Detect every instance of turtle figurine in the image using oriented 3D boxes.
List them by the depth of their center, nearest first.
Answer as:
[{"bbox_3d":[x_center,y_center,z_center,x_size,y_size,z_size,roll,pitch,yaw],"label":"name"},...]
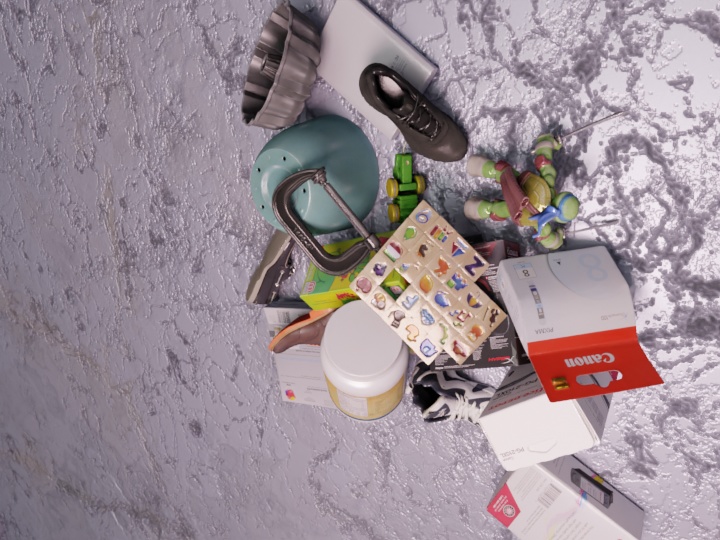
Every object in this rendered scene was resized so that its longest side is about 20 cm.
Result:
[{"bbox_3d":[0.252,-0.111,0.811,0.192,0.200,0.145,21,149,50],"label":"turtle figurine"}]

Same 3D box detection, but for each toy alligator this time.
[{"bbox_3d":[0.069,-0.146,0.934,0.054,0.058,0.206,-149,54,-71],"label":"toy alligator"}]

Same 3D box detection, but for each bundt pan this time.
[{"bbox_3d":[-0.125,-0.324,0.935,0.201,0.074,0.207,-35,48,51],"label":"bundt pan"}]

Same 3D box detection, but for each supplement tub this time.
[{"bbox_3d":[0.008,0.151,0.939,0.143,0.145,0.202,31,155,20],"label":"supplement tub"}]

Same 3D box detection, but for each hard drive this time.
[{"bbox_3d":[0.015,-0.328,0.919,0.200,0.025,0.133,45,124,12],"label":"hard drive"}]

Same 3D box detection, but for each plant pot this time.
[{"bbox_3d":[-0.089,-0.149,0.965,0.196,0.160,0.206,11,113,28],"label":"plant pot"}]

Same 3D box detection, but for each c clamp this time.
[{"bbox_3d":[-0.036,-0.078,0.866,0.200,0.027,0.170,44,123,-8],"label":"c clamp"}]

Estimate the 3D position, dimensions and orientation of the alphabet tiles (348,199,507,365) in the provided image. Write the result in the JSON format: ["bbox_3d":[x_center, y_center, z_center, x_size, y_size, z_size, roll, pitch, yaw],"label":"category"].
[{"bbox_3d":[0.107,0.031,0.825,0.200,0.008,0.168,43,101,2],"label":"alphabet tiles"}]

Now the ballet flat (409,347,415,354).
[{"bbox_3d":[0.084,0.045,0.976,0.070,0.068,0.205,-13,95,41],"label":"ballet flat"}]

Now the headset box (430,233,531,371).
[{"bbox_3d":[0.176,0.047,0.885,0.146,0.074,0.206,-12,80,34],"label":"headset box"}]

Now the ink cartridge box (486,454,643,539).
[{"bbox_3d":[0.326,0.388,0.926,0.198,0.085,0.150,36,121,16],"label":"ink cartridge box"}]

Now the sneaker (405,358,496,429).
[{"bbox_3d":[0.159,0.230,0.952,0.198,0.129,0.080,40,124,15],"label":"sneaker"}]

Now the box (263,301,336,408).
[{"bbox_3d":[-0.105,0.164,1.126,0.152,0.041,0.206,-1,105,33],"label":"box"}]

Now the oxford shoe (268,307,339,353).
[{"bbox_3d":[-0.091,0.115,1.034,0.198,0.071,0.073,-33,93,34],"label":"oxford shoe"}]

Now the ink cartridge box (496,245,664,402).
[{"bbox_3d":[0.283,0.062,0.746,0.155,0.203,0.048,-7,138,-7],"label":"ink cartridge box"}]

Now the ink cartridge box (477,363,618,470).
[{"bbox_3d":[0.273,0.180,0.818,0.143,0.199,0.086,-33,89,35],"label":"ink cartridge box"}]

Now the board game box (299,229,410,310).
[{"bbox_3d":[0.000,0.000,0.931,0.196,0.104,0.048,-10,140,35],"label":"board game box"}]

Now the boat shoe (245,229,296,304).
[{"bbox_3d":[-0.162,-0.009,1.136,0.062,0.073,0.202,21,121,-25],"label":"boat shoe"}]

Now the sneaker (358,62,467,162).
[{"bbox_3d":[0.079,-0.226,0.844,0.198,0.091,0.077,34,101,-10],"label":"sneaker"}]
